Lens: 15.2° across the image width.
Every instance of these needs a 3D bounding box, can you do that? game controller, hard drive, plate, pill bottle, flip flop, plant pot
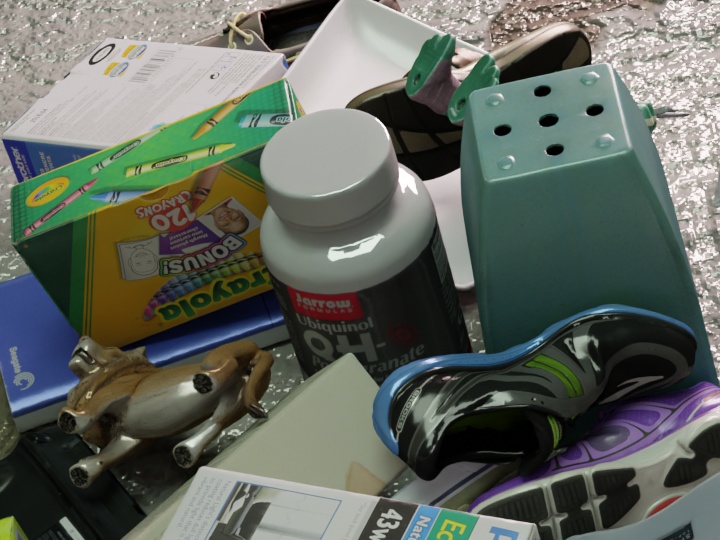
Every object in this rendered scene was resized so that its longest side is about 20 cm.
[{"bbox_3d":[-0.181,0.174,1.671,0.104,0.042,0.200,-41,45,-6],"label":"game controller"},{"bbox_3d":[-0.150,0.028,1.822,0.199,0.025,0.132,-19,42,-4],"label":"hard drive"},{"bbox_3d":[0.030,-0.084,1.850,0.199,0.032,0.200,25,54,14],"label":"plate"},{"bbox_3d":[0.000,0.000,1.674,0.110,0.201,0.111,-9,42,9],"label":"pill bottle"},{"bbox_3d":[0.068,-0.121,1.820,0.199,0.081,0.058,-26,43,-26],"label":"flip flop"},{"bbox_3d":[0.132,-0.017,1.652,0.141,0.201,0.142,-11,42,4],"label":"plant pot"}]

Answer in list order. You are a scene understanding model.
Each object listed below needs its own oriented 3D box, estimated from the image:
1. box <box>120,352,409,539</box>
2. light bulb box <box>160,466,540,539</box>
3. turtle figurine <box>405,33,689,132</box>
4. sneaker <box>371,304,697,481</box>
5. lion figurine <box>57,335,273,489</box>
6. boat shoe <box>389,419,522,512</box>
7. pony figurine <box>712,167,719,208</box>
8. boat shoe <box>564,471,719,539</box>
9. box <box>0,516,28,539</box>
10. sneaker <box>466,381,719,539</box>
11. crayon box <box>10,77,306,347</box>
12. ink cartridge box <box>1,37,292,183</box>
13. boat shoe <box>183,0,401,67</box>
[{"bbox_3d":[-0.064,0.144,1.591,0.200,0.078,0.095,-40,2,-30],"label":"box"},{"bbox_3d":[0.002,0.223,1.431,0.199,0.199,0.125,8,50,26],"label":"light bulb box"},{"bbox_3d":[0.129,-0.081,1.745,0.149,0.200,0.101,4,70,55],"label":"turtle figurine"},{"bbox_3d":[0.107,0.079,1.574,0.199,0.071,0.083,-15,47,-16],"label":"sneaker"},{"bbox_3d":[-0.112,0.078,1.671,0.199,0.073,0.122,-7,17,33],"label":"lion figurine"},{"bbox_3d":[0.035,0.161,1.601,0.200,0.072,0.062,-37,85,-23],"label":"boat shoe"},{"bbox_3d":[0.317,-0.120,1.742,0.166,0.200,0.194,5,61,13],"label":"pony figurine"},{"bbox_3d":[0.178,0.177,1.525,0.202,0.086,0.075,-33,40,26],"label":"boat shoe"},{"bbox_3d":[-0.293,0.228,1.613,0.199,0.048,0.122,-15,48,9],"label":"box"},{"bbox_3d":[0.147,0.124,1.602,0.199,0.081,0.083,-20,30,-19],"label":"sneaker"},{"bbox_3d":[-0.111,-0.033,1.741,0.199,0.119,0.058,-21,44,10],"label":"crayon box"},{"bbox_3d":[-0.156,-0.097,1.905,0.199,0.077,0.136,9,41,33],"label":"ink cartridge box"},{"bbox_3d":[-0.066,-0.165,1.981,0.199,0.060,0.072,-11,42,6],"label":"boat shoe"}]
